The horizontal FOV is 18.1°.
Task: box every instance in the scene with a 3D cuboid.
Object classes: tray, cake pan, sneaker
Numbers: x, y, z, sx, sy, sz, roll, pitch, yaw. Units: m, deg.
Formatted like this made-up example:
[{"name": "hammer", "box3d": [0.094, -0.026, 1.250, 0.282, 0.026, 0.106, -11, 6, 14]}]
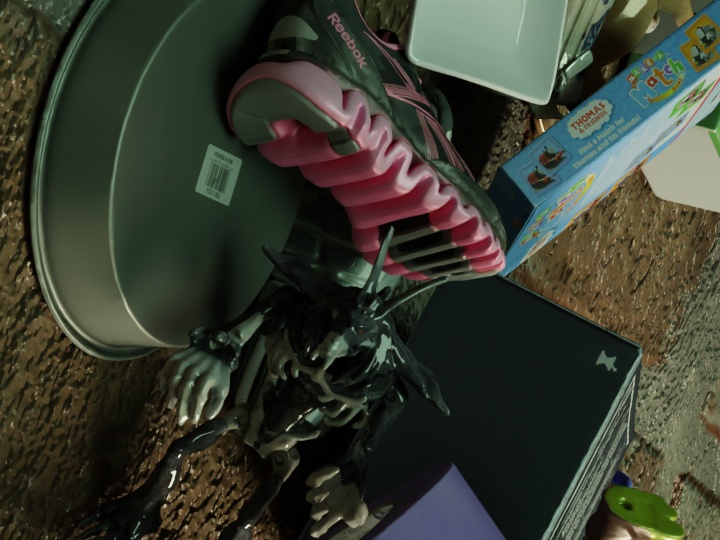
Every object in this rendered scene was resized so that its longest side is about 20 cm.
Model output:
[{"name": "tray", "box3d": [0.068, -0.191, 1.124, 0.107, 0.022, 0.202, 13, 85, -44]}, {"name": "cake pan", "box3d": [-0.081, -0.052, 1.061, 0.200, 0.036, 0.202, -38, 135, -50]}, {"name": "sneaker", "box3d": [0.000, 0.000, 1.217, 0.201, 0.075, 0.115, -62, 157, -4]}, {"name": "sneaker", "box3d": [0.016, -0.068, 1.100, 0.200, 0.078, 0.096, 45, 46, -44]}]

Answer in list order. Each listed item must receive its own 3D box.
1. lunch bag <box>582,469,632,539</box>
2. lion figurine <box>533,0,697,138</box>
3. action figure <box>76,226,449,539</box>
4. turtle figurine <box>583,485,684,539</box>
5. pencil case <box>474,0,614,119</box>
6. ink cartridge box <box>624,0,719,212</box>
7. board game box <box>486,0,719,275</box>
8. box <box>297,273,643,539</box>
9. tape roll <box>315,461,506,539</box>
[{"name": "lunch bag", "box3d": [0.094, 0.223, 1.445, 0.200, 0.123, 0.171, -45, 144, -18]}, {"name": "lion figurine", "box3d": [0.153, -0.155, 1.424, 0.201, 0.072, 0.123, -62, 143, -16]}, {"name": "action figure", "box3d": [-0.039, 0.073, 1.050, 0.200, 0.119, 0.102, -51, -179, 19]}, {"name": "turtle figurine", "box3d": [0.100, 0.181, 1.115, 0.162, 0.064, 0.200, -61, 177, 33]}, {"name": "pencil case", "box3d": [0.123, -0.188, 1.279, 0.077, 0.089, 0.201, 2, 118, -41]}, {"name": "ink cartridge box", "box3d": [0.262, -0.162, 1.610, 0.201, 0.083, 0.145, -68, 152, -16]}, {"name": "board game box", "box3d": [0.150, -0.079, 1.341, 0.200, 0.037, 0.151, -38, 171, -18]}, {"name": "box", "box3d": [0.060, 0.125, 1.252, 0.201, 0.123, 0.199, -61, 168, -13]}, {"name": "tape roll", "box3d": [-0.015, 0.179, 1.039, 0.085, 0.200, 0.200, 55, 38, 1]}]
